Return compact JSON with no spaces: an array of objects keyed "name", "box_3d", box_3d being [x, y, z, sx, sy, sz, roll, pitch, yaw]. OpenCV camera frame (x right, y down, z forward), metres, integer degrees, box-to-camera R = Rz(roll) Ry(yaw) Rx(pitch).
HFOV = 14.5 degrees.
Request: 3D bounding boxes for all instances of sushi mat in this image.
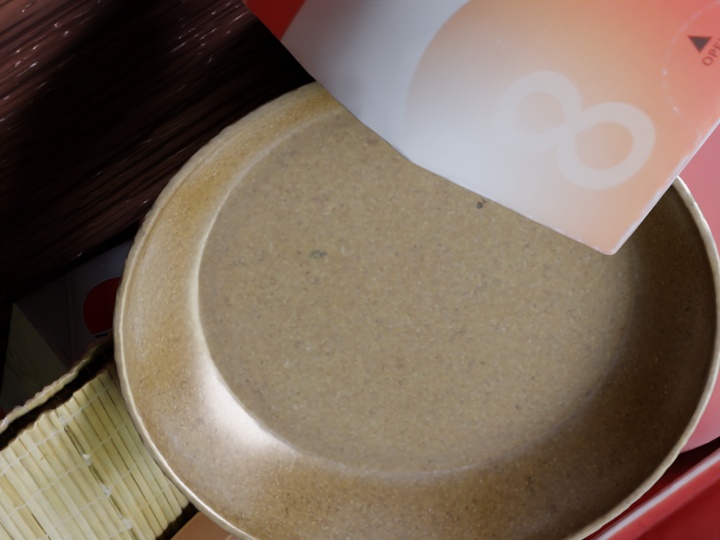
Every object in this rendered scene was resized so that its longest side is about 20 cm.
[{"name":"sushi mat","box_3d":[-0.096,0.078,1.026,0.096,0.012,0.200,-39,161,-9]}]

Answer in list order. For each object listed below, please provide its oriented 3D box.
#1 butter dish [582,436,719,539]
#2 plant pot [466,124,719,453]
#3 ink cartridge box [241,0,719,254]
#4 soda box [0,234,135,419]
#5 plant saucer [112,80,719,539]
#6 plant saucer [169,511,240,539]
[{"name":"butter dish","box_3d":[0.092,0.148,1.111,0.199,0.148,0.200,-31,-161,-33]},{"name":"plant pot","box_3d":[0.077,-0.051,1.041,0.200,0.200,0.177,-41,152,-5]},{"name":"ink cartridge box","box_3d":[0.032,-0.109,0.799,0.162,0.199,0.050,-54,-156,33]},{"name":"soda box","box_3d":[-0.101,0.069,1.118,0.068,0.063,0.200,-31,160,-26]},{"name":"plant saucer","box_3d":[0.019,0.013,0.934,0.200,0.200,0.035,-51,-158,24]},{"name":"plant saucer","box_3d":[-0.021,0.107,1.181,0.200,0.032,0.200,-38,166,-11]}]
